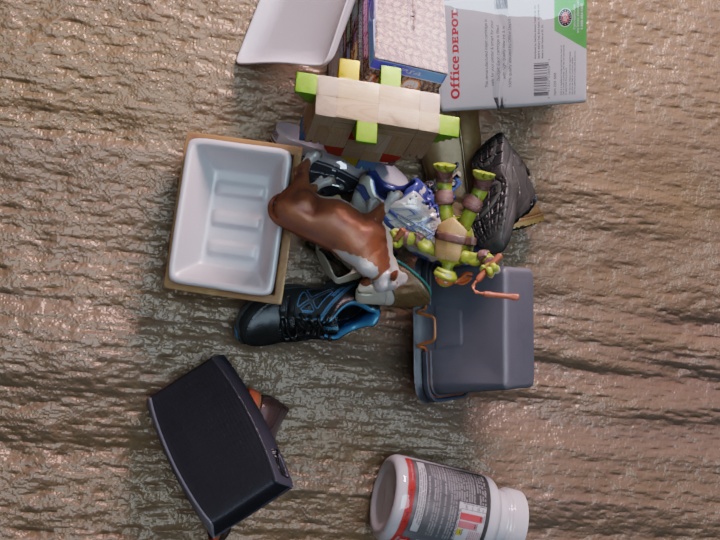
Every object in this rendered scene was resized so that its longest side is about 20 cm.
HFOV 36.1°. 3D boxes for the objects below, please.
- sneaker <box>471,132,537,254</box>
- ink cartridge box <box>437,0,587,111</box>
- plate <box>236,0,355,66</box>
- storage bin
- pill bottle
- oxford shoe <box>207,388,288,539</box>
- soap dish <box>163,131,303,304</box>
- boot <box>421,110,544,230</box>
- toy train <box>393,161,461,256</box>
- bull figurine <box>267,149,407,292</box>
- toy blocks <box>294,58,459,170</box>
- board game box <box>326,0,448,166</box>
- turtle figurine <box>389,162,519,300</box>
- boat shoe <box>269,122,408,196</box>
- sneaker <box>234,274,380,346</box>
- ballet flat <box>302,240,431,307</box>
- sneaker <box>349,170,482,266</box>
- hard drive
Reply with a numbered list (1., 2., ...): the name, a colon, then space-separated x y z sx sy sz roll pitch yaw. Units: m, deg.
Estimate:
1. sneaker: 0.195 -0.094 1.457 0.090 0.076 0.202 36 43 -24
2. ink cartridge box: 0.194 -0.295 1.464 0.196 0.084 0.149 -3 107 -2
3. plate: -0.063 -0.352 1.435 0.032 0.198 0.203 26 81 -40
4. storage bin: 0.153 0.075 1.477 0.144 0.133 0.204 3 85 -53
5. pill bottle: 0.121 0.326 1.499 0.197 0.116 0.118 15 84 -15
6. oxford shoe: -0.147 0.262 1.446 0.072 0.071 0.203 21 82 -20
7. soap dish: -0.160 -0.066 1.424 0.154 0.081 0.204 8 86 6
8. boot: 0.166 -0.151 1.554 0.172 0.066 0.204 -8 90 -17
9. toy train: 0.070 -0.068 1.510 0.046 0.034 0.200 44 95 1
10. bull figurine: -0.015 -0.058 1.366 0.198 0.065 0.123 29 58 -8
11. toy blocks: 0.007 -0.172 1.342 0.196 0.137 0.102 7 71 -11
12. board game box: 0.030 -0.262 1.421 0.095 0.201 0.162 9 59 -16
13. turtle figurine: 0.125 -0.045 1.378 0.064 0.197 0.164 -1 104 -57
14. boat shoe: -0.034 -0.133 1.493 0.197 0.072 0.068 18 119 -15
15. sneaker: -0.068 0.058 1.459 0.197 0.082 0.074 -17 121 -15
16. ballet flat: 0.000 0.000 1.454 0.199 0.068 0.072 38 56 22
17. sneaker: 0.081 -0.070 1.442 0.196 0.076 0.089 15 119 1
18. hard drive: -0.183 0.216 1.396 0.134 0.042 0.202 -31 69 -2
